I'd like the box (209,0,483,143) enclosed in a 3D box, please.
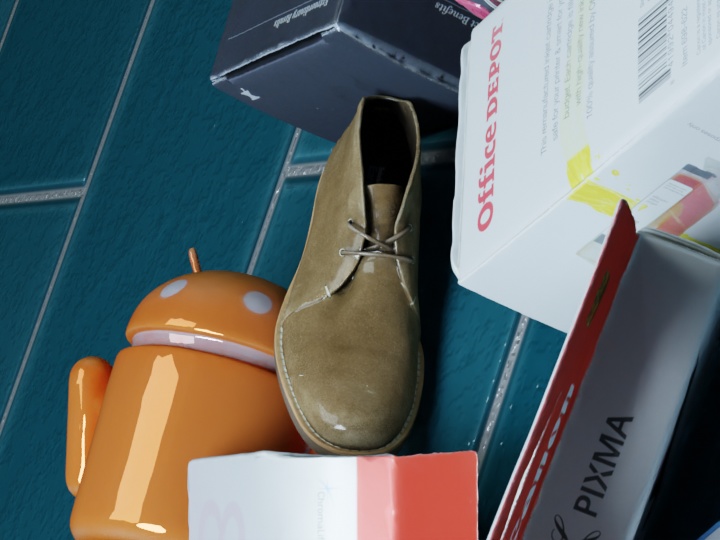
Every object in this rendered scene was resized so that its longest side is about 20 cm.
[{"bbox_3d":[0.020,-0.178,1.353,0.148,0.104,0.201,-12,59,61],"label":"box"}]

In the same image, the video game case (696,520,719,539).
[{"bbox_3d":[0.144,0.166,0.905,0.143,0.018,0.201,-46,31,38],"label":"video game case"}]

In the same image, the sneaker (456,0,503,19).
[{"bbox_3d":[0.099,-0.213,1.250,0.201,0.080,0.075,-65,28,3],"label":"sneaker"}]

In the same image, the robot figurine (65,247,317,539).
[{"bbox_3d":[-0.078,0.087,1.309,0.144,0.116,0.201,-14,56,60],"label":"robot figurine"}]

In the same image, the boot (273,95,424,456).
[{"bbox_3d":[0.000,0.000,1.257,0.076,0.073,0.201,104,172,-51],"label":"boot"}]

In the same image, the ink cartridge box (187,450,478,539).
[{"bbox_3d":[-0.017,0.161,1.150,0.200,0.057,0.164,166,105,-65],"label":"ink cartridge box"}]

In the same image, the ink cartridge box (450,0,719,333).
[{"bbox_3d":[0.129,-0.082,1.071,0.200,0.083,0.146,-40,35,45],"label":"ink cartridge box"}]

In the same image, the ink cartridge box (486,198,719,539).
[{"bbox_3d":[0.084,0.082,0.962,0.174,0.043,0.201,39,-108,-80],"label":"ink cartridge box"}]
